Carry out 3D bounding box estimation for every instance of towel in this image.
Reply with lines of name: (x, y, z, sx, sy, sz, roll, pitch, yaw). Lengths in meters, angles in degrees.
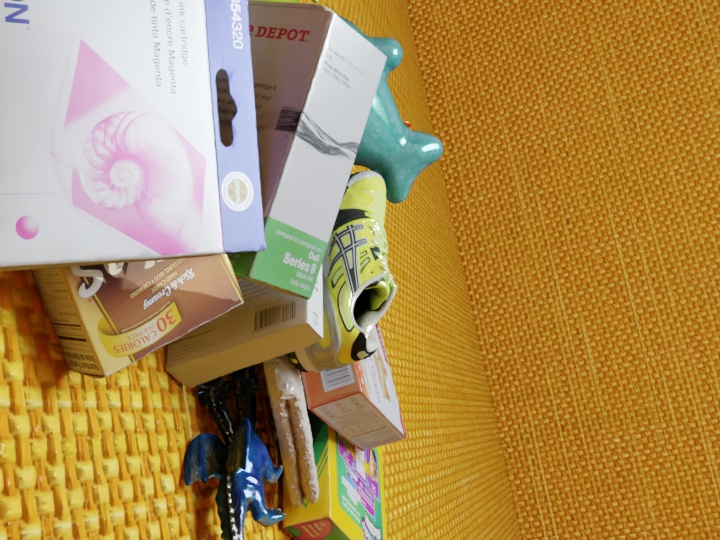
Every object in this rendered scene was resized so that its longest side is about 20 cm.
towel: (-0.067, 0.116, 0.829, 0.202, 0.034, 0.134, 87, -11, -49)

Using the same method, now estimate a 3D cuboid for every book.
book: (-0.095, -0.012, 0.769, 0.048, 0.132, 0.202, 50, 28, -44)

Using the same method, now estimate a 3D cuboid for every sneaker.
sneaker: (0.000, 0.000, 0.779, 0.076, 0.075, 0.202, 55, 41, -49)

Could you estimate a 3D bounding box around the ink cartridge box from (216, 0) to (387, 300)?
ink cartridge box: (-0.081, -0.097, 0.699, 0.084, 0.145, 0.203, 22, 86, -53)

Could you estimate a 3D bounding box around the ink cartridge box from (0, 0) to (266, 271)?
ink cartridge box: (-0.136, -0.105, 0.543, 0.198, 0.043, 0.200, -6, 92, -39)

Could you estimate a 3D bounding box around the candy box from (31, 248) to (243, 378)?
candy box: (-0.162, -0.048, 0.581, 0.116, 0.056, 0.203, -29, 110, -38)

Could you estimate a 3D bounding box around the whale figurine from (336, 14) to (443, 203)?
whale figurine: (-0.014, -0.146, 0.829, 0.200, 0.159, 0.104, 41, 9, -11)

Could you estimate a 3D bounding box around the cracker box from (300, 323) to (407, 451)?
cracker box: (-0.012, 0.094, 0.914, 0.200, 0.057, 0.136, 57, 17, -64)

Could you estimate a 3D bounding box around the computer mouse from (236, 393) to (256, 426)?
computer mouse: (-0.113, 0.062, 0.868, 0.059, 0.033, 0.203, 86, 4, -59)

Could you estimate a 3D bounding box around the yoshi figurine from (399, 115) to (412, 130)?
yoshi figurine: (-0.025, -0.167, 1.000, 0.112, 0.113, 0.199, 39, 10, 30)

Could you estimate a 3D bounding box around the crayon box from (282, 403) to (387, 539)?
crayon box: (-0.026, 0.228, 0.988, 0.201, 0.057, 0.175, 61, 21, -50)

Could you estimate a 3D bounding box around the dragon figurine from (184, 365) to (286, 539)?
dragon figurine: (-0.104, 0.160, 0.724, 0.201, 0.058, 0.100, -90, 160, -59)

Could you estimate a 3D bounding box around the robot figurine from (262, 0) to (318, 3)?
robot figurine: (-0.126, -0.301, 0.827, 0.199, 0.117, 0.175, 39, 19, 27)
